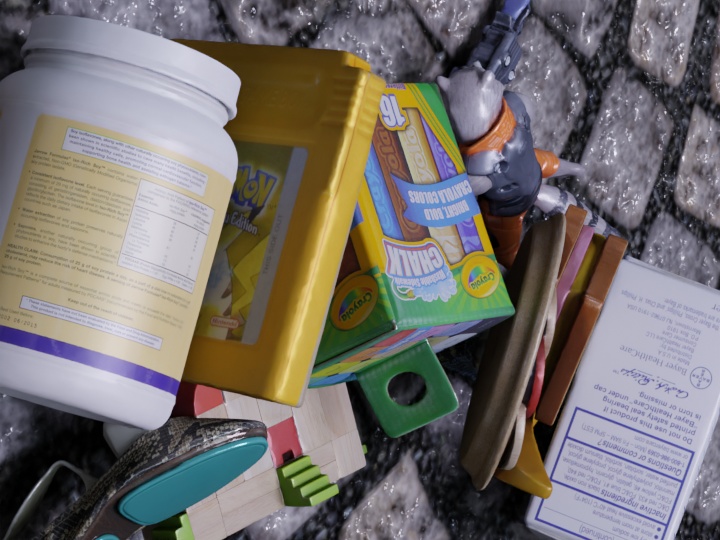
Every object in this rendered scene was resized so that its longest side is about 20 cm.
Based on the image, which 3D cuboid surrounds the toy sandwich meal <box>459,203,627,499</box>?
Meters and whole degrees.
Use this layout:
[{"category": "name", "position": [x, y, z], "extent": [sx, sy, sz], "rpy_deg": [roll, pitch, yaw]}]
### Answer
[{"category": "toy sandwich meal", "position": [0.121, 0.055, 1.369], "extent": [0.205, 0.070, 0.207], "rpy_deg": [-163, -90, -89]}]

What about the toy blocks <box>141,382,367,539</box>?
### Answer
[{"category": "toy blocks", "position": [-0.080, 0.082, 1.309], "extent": [0.199, 0.099, 0.138], "rpy_deg": [-23, 101, -43]}]

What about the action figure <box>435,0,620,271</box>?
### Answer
[{"category": "action figure", "position": [0.111, -0.092, 1.464], "extent": [0.193, 0.104, 0.201], "rpy_deg": [44, 67, -52]}]

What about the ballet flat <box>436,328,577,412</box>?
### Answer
[{"category": "ballet flat", "position": [0.119, 0.065, 1.520], "extent": [0.199, 0.074, 0.075], "rpy_deg": [22, 81, -46]}]

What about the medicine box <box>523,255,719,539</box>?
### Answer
[{"category": "medicine box", "position": [0.202, 0.113, 1.524], "extent": [0.182, 0.102, 0.202], "rpy_deg": [51, 60, -77]}]

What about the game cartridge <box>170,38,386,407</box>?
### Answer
[{"category": "game cartridge", "position": [-0.076, -0.033, 1.219], "extent": [0.032, 0.175, 0.202], "rpy_deg": [19, 83, -46]}]

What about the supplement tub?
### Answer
[{"category": "supplement tub", "position": [-0.150, -0.025, 1.164], "extent": [0.145, 0.145, 0.202], "rpy_deg": [23, 79, -46]}]

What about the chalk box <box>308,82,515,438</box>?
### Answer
[{"category": "chalk box", "position": [0.000, 0.000, 1.285], "extent": [0.123, 0.124, 0.202], "rpy_deg": [-4, 72, -50]}]

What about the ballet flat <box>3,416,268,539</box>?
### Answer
[{"category": "ballet flat", "position": [-0.148, 0.132, 1.211], "extent": [0.200, 0.075, 0.068], "rpy_deg": [-41, 155, 1]}]
